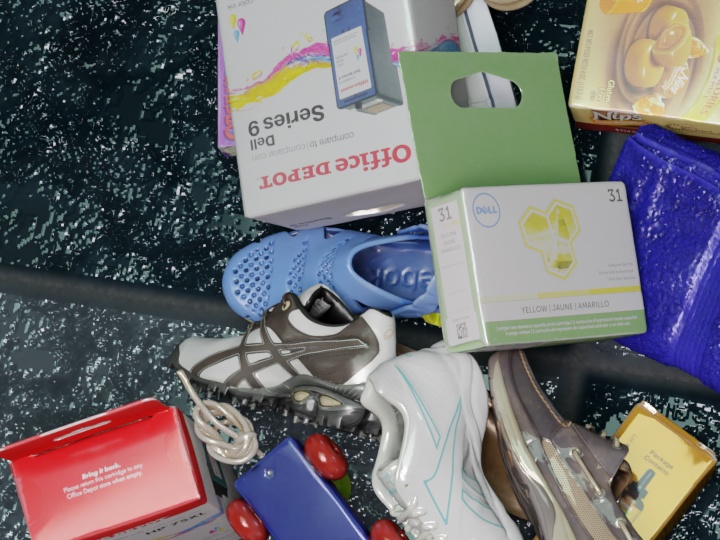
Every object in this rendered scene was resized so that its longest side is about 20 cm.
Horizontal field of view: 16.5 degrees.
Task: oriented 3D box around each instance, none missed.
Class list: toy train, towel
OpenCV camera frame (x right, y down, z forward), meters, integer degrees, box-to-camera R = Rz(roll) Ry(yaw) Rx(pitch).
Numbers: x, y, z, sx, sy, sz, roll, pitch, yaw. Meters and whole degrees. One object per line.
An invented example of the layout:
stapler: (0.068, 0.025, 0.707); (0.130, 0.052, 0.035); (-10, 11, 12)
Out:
toy train: (-0.040, 0.140, 1.646); (0.085, 0.116, 0.200); (-40, 79, 9)
towel: (0.230, -0.003, 1.635); (0.200, 0.050, 0.148); (28, 94, 38)

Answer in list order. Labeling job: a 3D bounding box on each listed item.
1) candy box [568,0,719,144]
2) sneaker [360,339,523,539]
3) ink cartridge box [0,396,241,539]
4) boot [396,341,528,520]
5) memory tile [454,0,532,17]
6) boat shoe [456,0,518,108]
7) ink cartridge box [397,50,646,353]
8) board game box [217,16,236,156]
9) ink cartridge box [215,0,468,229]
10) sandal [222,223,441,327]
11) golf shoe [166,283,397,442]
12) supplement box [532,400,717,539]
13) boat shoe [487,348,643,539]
candy box: (0.219, -0.193, 1.726); (0.115, 0.055, 0.200); (9, 77, 13)
sneaker: (0.048, 0.148, 1.581); (0.080, 0.070, 0.200); (-11, 83, -35)
ink cartridge box: (-0.153, 0.146, 1.633); (0.116, 0.200, 0.067); (-19, 73, 6)
boot: (0.058, 0.102, 1.677); (0.200, 0.074, 0.076); (28, 91, 13)
memory tile: (0.028, -0.241, 1.749); (0.200, 0.017, 0.153); (-10, 70, 18)
boat shoe: (0.069, -0.100, 1.721); (0.086, 0.075, 0.202); (-16, 71, 6)
ink cartridge box: (0.106, -0.050, 1.614); (0.048, 0.145, 0.200); (-15, 81, 51)
board game box: (-0.043, -0.183, 1.787); (0.120, 0.032, 0.200); (-2, 75, 6)
ink cartridge box: (-0.011, -0.139, 1.680); (0.145, 0.087, 0.200); (-11, 82, 24)
sandal: (0.000, 0.000, 1.703); (0.200, 0.087, 0.080); (-5, 76, 11)
golf shoe: (-0.046, 0.053, 1.673); (0.200, 0.078, 0.095); (11, 88, 41)
supplement box: (0.152, 0.186, 1.638); (0.067, 0.069, 0.200); (37, 87, 16)
boat shoe: (0.138, 0.137, 1.589); (0.073, 0.075, 0.200); (-19, 68, -4)
